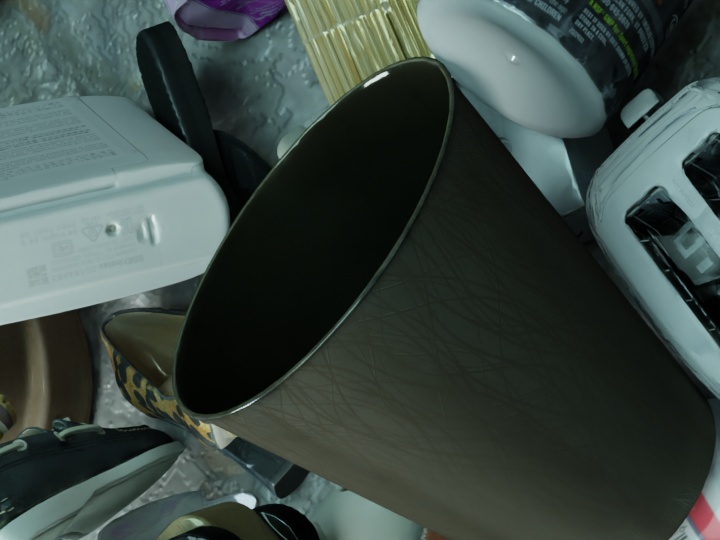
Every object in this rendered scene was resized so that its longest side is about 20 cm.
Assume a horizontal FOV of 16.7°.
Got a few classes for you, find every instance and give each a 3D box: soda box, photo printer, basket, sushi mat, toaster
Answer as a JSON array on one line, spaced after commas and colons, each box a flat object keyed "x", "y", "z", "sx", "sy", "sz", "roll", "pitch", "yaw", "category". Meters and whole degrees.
[{"x": 0.068, "y": -0.106, "z": 1.227, "sx": 0.068, "sy": 0.063, "sz": 0.200, "roll": -24, "pitch": 73, "yaw": 26, "category": "soda box"}, {"x": -0.173, "y": -0.036, "z": 1.274, "sx": 0.200, "sy": 0.166, "sz": 0.069, "roll": -143, "pitch": 42, "yaw": -64, "category": "photo printer"}, {"x": 0.048, "y": 0.039, "z": 1.049, "sx": 0.136, "sy": 0.200, "sz": 0.180, "roll": 8, "pitch": 63, "yaw": 58, "category": "basket"}, {"x": -0.006, "y": -0.172, "z": 1.225, "sx": 0.096, "sy": 0.012, "sz": 0.200, "roll": -28, "pitch": 74, "yaw": 20, "category": "sushi mat"}, {"x": 0.191, "y": 0.001, "z": 1.108, "sx": 0.114, "sy": 0.129, "sz": 0.200, "roll": -42, "pitch": 67, "yaw": 20, "category": "toaster"}]

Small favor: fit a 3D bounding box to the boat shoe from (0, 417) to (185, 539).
[{"x": -0.153, "y": 0.104, "z": 1.251, "sx": 0.076, "sy": 0.200, "sz": 0.060, "roll": -45, "pitch": 82, "yaw": 16, "category": "boat shoe"}]

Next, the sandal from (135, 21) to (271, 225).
[{"x": -0.063, "y": -0.042, "z": 1.292, "sx": 0.048, "sy": 0.075, "sz": 0.200, "roll": -19, "pitch": 83, "yaw": -14, "category": "sandal"}]

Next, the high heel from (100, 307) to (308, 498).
[{"x": -0.096, "y": 0.030, "z": 1.243, "sx": 0.143, "sy": 0.200, "sz": 0.071, "roll": 36, "pitch": 68, "yaw": 24, "category": "high heel"}]

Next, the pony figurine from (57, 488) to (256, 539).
[{"x": -0.119, "y": 0.211, "z": 1.246, "sx": 0.167, "sy": 0.193, "sz": 0.200, "roll": 54, "pitch": 134, "yaw": 39, "category": "pony figurine"}]

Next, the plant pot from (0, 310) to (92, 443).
[{"x": -0.276, "y": 0.065, "z": 1.345, "sx": 0.200, "sy": 0.175, "sz": 0.200, "roll": -3, "pitch": 84, "yaw": 29, "category": "plant pot"}]

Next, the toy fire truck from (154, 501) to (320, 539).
[{"x": -0.062, "y": 0.227, "z": 1.126, "sx": 0.176, "sy": 0.129, "sz": 0.200, "roll": 47, "pitch": 108, "yaw": 13, "category": "toy fire truck"}]

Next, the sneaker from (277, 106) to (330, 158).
[{"x": 0.000, "y": 0.000, "z": 1.199, "sx": 0.078, "sy": 0.099, "sz": 0.200, "roll": -133, "pitch": 27, "yaw": -57, "category": "sneaker"}]

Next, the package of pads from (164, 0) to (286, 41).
[{"x": -0.082, "y": -0.236, "z": 1.321, "sx": 0.120, "sy": 0.076, "sz": 0.200, "roll": -35, "pitch": 69, "yaw": 24, "category": "package of pads"}]

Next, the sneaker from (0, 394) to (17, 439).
[{"x": -0.264, "y": 0.052, "z": 1.206, "sx": 0.090, "sy": 0.200, "sz": 0.075, "roll": -57, "pitch": 26, "yaw": -15, "category": "sneaker"}]

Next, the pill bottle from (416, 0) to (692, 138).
[{"x": 0.122, "y": -0.168, "z": 1.151, "sx": 0.106, "sy": 0.106, "sz": 0.200, "roll": 25, "pitch": 69, "yaw": 29, "category": "pill bottle"}]

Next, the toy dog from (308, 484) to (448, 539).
[{"x": 0.032, "y": 0.128, "z": 1.194, "sx": 0.096, "sy": 0.132, "sz": 0.200, "roll": 48, "pitch": 140, "yaw": 8, "category": "toy dog"}]

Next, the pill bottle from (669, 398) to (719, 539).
[{"x": 0.121, "y": 0.162, "z": 1.137, "sx": 0.200, "sy": 0.120, "sz": 0.120, "roll": -39, "pitch": 67, "yaw": 21, "category": "pill bottle"}]
